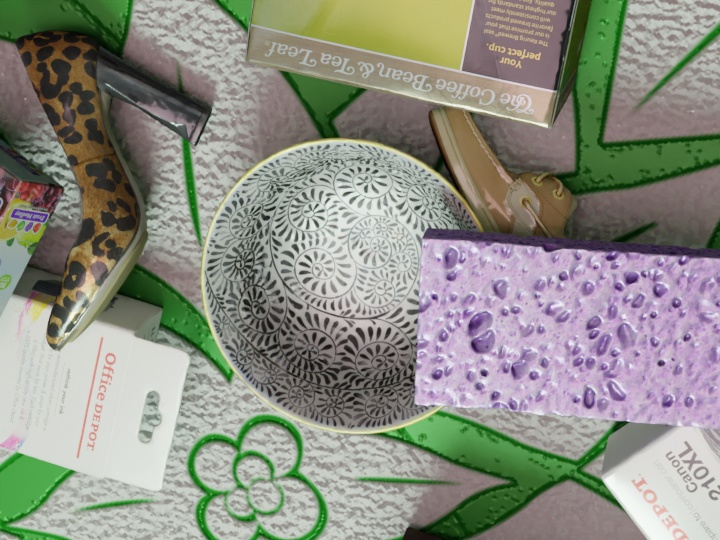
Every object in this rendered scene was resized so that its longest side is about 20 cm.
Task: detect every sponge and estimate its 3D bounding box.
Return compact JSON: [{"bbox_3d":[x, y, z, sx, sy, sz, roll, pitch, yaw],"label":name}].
[{"bbox_3d":[0.135,0.036,1.203,0.199,0.030,0.112,4,104,6],"label":"sponge"}]

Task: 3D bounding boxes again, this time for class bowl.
[{"bbox_3d":[0.000,0.000,1.282,0.199,0.094,0.202,3,106,11],"label":"bowl"}]

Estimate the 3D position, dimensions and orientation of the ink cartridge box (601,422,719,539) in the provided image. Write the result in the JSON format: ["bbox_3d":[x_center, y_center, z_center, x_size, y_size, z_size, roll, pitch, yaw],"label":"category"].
[{"bbox_3d":[0.280,0.127,1.263,0.200,0.084,0.145,-37,95,19],"label":"ink cartridge box"}]

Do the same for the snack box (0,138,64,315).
[{"bbox_3d":[-0.312,-0.047,1.310,0.200,0.053,0.143,35,104,28],"label":"snack box"}]

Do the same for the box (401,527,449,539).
[{"bbox_3d":[0.095,0.306,1.311,0.199,0.166,0.165,16,109,7],"label":"box"}]

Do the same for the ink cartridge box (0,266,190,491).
[{"bbox_3d":[-0.215,0.071,1.363,0.199,0.067,0.118,17,107,8],"label":"ink cartridge box"}]

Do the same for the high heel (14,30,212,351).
[{"bbox_3d":[-0.207,-0.059,1.303,0.142,0.071,0.201,28,83,-2],"label":"high heel"}]

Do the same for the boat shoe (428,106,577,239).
[{"bbox_3d":[0.115,-0.031,1.267,0.066,0.074,0.201,-31,98,5],"label":"boat shoe"}]

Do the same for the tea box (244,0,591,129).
[{"bbox_3d":[0.050,-0.212,1.190,0.199,0.134,0.198,14,107,8],"label":"tea box"}]
